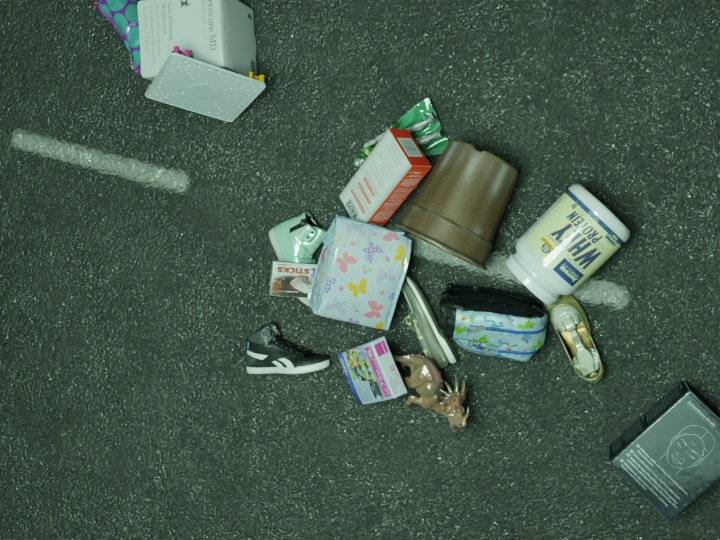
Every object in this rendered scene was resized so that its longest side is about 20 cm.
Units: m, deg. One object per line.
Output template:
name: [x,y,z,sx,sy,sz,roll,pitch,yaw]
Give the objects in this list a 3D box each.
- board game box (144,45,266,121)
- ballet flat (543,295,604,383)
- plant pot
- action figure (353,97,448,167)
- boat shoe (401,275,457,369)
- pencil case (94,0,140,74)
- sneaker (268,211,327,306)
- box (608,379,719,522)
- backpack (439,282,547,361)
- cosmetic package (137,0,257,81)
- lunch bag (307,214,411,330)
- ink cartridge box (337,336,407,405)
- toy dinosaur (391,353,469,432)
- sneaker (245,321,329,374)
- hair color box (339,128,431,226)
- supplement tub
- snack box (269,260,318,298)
board game box: [-0.326,-0.385,1.532,0.200,0.199,0.026,-22,61,56]
ballet flat: [0.415,0.125,1.419,0.070,0.071,0.201,-26,85,18]
plant pot: [0.197,-0.132,1.417,0.200,0.200,0.199,28,94,15]
action figure: [0.073,-0.259,1.518,0.199,0.055,0.119,-24,88,22]
boat shoe: [0.127,0.110,1.509,0.060,0.072,0.202,-29,88,13]
pencil case: [-0.519,-0.547,1.677,0.092,0.085,0.201,-30,82,-9]
sneaker: [-0.110,-0.027,1.575,0.118,0.074,0.201,-30,81,24]
box: [0.583,0.329,1.353,0.148,0.107,0.200,46,106,11]
backpack: [0.262,0.099,1.431,0.199,0.163,0.155,-6,100,12]
cosmetic package: [-0.347,-0.491,1.581,0.199,0.165,0.166,-3,92,18]
lunch bag: [0.000,0.000,1.491,0.169,0.127,0.201,12,105,-15]
ink cartridge box: [0.015,0.211,1.504,0.042,0.200,0.120,-20,85,-27]
toy dinosaur: [0.141,0.224,1.462,0.200,0.086,0.135,55,140,-3]
sneaker: [-0.167,0.167,1.607,0.199,0.073,0.112,-5,93,20]
hair color box: [0.046,-0.178,1.474,0.200,0.061,0.102,-49,59,39]
supplement tub: [0.385,-0.046,1.377,0.145,0.145,0.200,45,105,11]
snack box: [-0.090,0.022,1.547,0.199,0.024,0.072,4,94,-15]
